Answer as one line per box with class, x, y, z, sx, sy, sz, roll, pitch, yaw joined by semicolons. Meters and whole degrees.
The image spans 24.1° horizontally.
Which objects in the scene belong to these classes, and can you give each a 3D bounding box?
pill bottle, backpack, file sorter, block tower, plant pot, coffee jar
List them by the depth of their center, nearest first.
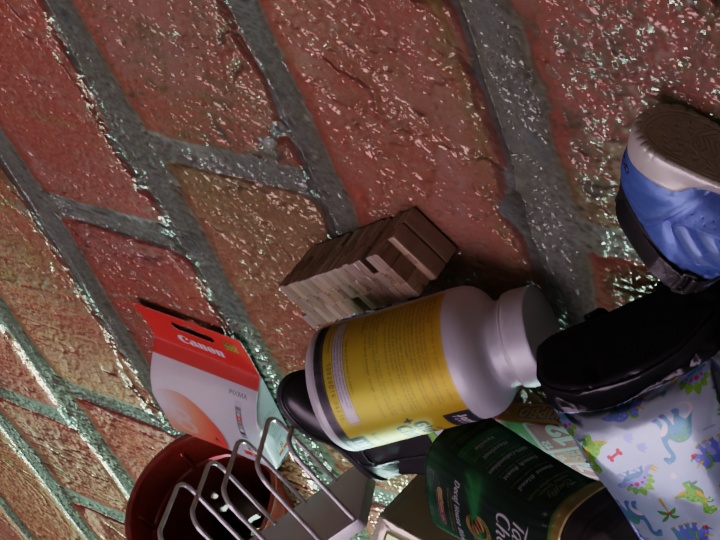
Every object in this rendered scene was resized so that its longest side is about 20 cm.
backpack;0.245;0.128;1.272;0.162;0.154;0.200;-22;126;25
coffee jar;0.146;0.201;1.387;0.199;0.085;0.105;25;133;44
pill bottle;0.062;0.077;1.408;0.199;0.112;0.112;-17;128;26
block tower;0.000;0.000;1.478;0.058;0.054;0.200;44;152;-14
file sorter;-0.098;0.246;1.801;0.200;0.139;0.125;-37;105;20
plant pot;-0.153;0.324;2.049;0.200;0.201;0.195;16;155;34

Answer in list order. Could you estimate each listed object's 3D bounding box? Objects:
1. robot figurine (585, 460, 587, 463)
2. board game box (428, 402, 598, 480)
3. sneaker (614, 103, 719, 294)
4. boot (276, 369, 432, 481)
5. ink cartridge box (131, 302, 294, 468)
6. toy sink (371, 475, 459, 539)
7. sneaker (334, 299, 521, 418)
robot figurine;0.283;0.206;1.410;0.200;0.113;0.170;39;122;-6
board game box;0.139;0.157;1.519;0.199;0.030;0.096;3;136;38
sneaker;0.256;-0.019;1.117;0.199;0.077;0.112;32;148;17
boot;0.026;0.147;1.670;0.165;0.066;0.200;36;158;-20
ink cartridge box;-0.173;0.132;1.900;0.161;0.050;0.200;18;152;31
toy sink;0.109;0.326;1.759;0.199;0.112;0.131;27;123;17
sneaker;0.053;0.076;1.516;0.199;0.075;0.081;15;147;37
